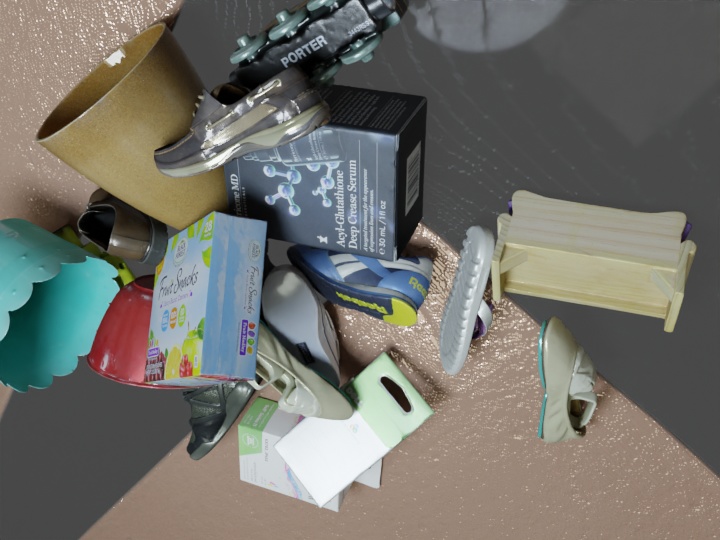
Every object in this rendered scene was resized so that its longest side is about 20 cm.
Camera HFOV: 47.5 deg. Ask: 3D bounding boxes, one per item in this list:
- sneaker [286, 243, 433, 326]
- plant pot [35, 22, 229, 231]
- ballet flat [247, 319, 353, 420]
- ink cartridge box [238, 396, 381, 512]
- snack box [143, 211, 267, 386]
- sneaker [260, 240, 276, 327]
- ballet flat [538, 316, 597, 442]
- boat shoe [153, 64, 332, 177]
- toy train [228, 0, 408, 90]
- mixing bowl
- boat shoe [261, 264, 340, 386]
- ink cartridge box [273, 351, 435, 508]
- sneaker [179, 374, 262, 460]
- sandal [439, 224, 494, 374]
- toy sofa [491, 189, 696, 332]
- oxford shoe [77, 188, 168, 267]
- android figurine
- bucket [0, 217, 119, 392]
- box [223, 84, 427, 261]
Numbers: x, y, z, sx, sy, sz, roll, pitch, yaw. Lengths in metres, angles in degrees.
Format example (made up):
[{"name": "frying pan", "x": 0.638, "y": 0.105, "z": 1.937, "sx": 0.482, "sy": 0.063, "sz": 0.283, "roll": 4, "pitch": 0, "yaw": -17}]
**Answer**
[{"name": "sneaker", "x": 0.000, "y": 0.000, "z": 0.974, "sx": 0.199, "sy": 0.082, "sz": 0.074, "roll": 20, "pitch": 157, "yaw": 32}, {"name": "plant pot", "x": -0.223, "y": -0.140, "z": 0.924, "sx": 0.186, "sy": 0.187, "sz": 0.200, "roll": -20, "pitch": 127, "yaw": 32}, {"name": "ballet flat", "x": -0.097, "y": 0.134, "z": 1.009, "sx": 0.200, "sy": 0.070, "sz": 0.069, "roll": 42, "pitch": 128, "yaw": -6}, {"name": "ink cartridge box", "x": -0.072, "y": 0.270, "z": 1.179, "sx": 0.199, "sy": 0.067, "sz": 0.118, "roll": 13, "pitch": 125, "yaw": 15}, {"name": "snack box", "x": -0.175, "y": 0.040, "z": 0.904, "sx": 0.067, "sy": 0.170, "sz": 0.200, "roll": 10, "pitch": 167, "yaw": -30}, {"name": "sneaker", "x": -0.149, "y": 0.008, "z": 1.047, "sx": 0.090, "sy": 0.076, "sz": 0.201, "roll": 3, "pitch": 119, "yaw": 36}, {"name": "ballet flat", "x": 0.239, "y": 0.130, "z": 0.937, "sx": 0.069, "sy": 0.070, "sz": 0.201, "roll": 7, "pitch": 138, "yaw": 19}, {"name": "boat shoe", "x": -0.122, "y": -0.147, "z": 0.794, "sx": 0.199, "sy": 0.075, "sz": 0.074, "roll": -15, "pitch": 106, "yaw": 25}, {"name": "toy train", "x": -0.042, "y": -0.233, "z": 0.806, "sx": 0.199, "sy": 0.114, "sz": 0.085, "roll": -22, "pitch": 117, "yaw": 34}, {"name": "mixing bowl", "x": -0.251, "y": 0.068, "z": 1.064, "sx": 0.199, "sy": 0.200, "sz": 0.109, "roll": 10, "pitch": 103, "yaw": 17}, {"name": "boat shoe", "x": -0.073, "y": 0.068, "z": 1.044, "sx": 0.073, "sy": 0.065, "sz": 0.201, "roll": -7, "pitch": 123, "yaw": 10}, {"name": "ink cartridge box", "x": -0.005, "y": 0.206, "z": 1.075, "sx": 0.200, "sy": 0.059, "sz": 0.104, "roll": -41, "pitch": 79, "yaw": 10}, {"name": "sneaker", "x": -0.227, "y": 0.188, "z": 1.189, "sx": 0.114, "sy": 0.076, "sz": 0.200, "roll": 34, "pitch": 125, "yaw": 2}, {"name": "sandal", "x": 0.133, "y": 0.043, "z": 0.943, "sx": 0.050, "sy": 0.083, "sz": 0.203, "roll": 3, "pitch": 127, "yaw": -9}, {"name": "toy sofa", "x": 0.241, "y": -0.011, "z": 0.861, "sx": 0.199, "sy": 0.098, "sz": 0.083, "roll": 10, "pitch": 149, "yaw": 17}, {"name": "oxford shoe", "x": -0.307, "y": -0.068, "z": 1.004, "sx": 0.200, "sy": 0.084, "sz": 0.073, "roll": 30, "pitch": 105, "yaw": 53}, {"name": "android figurine", "x": -0.394, "y": 0.033, "z": 1.179, "sx": 0.181, "sy": 0.041, "sz": 0.200, "roll": -22, "pitch": 108, "yaw": 32}, {"name": "bucket", "x": -0.432, "y": 0.041, "z": 1.059, "sx": 0.134, "sy": 0.207, "sz": 0.208, "roll": 30, "pitch": 129, "yaw": 17}, {"name": "box", "x": -0.038, "y": -0.114, "z": 0.887, "sx": 0.199, "sy": 0.107, "sz": 0.149, "roll": 11, "pitch": 126, "yaw": 18}]
